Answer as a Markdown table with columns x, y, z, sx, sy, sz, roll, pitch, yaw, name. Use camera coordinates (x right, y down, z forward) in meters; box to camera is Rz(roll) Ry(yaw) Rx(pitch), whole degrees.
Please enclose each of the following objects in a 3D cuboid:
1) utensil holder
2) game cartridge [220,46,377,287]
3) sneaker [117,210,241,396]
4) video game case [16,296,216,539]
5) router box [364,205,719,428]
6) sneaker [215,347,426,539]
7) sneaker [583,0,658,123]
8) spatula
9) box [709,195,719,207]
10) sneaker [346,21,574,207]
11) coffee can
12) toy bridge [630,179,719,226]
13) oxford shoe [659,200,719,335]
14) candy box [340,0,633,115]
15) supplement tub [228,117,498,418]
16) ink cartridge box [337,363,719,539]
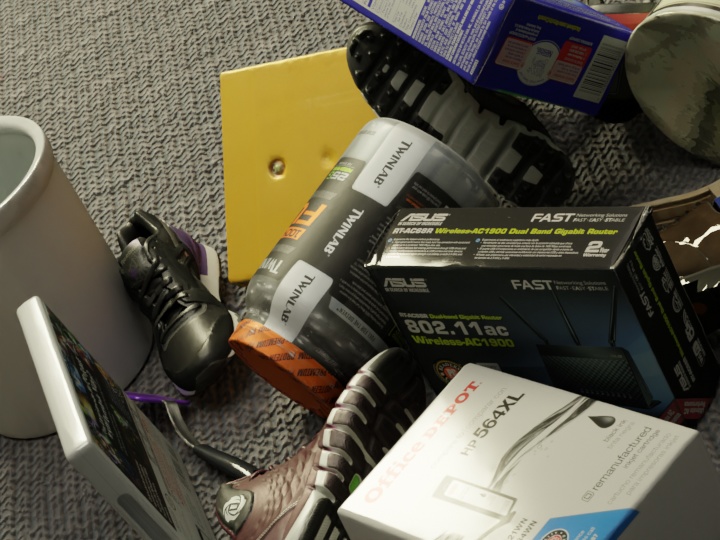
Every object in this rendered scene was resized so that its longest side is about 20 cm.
| x | y | z | sx | sy | sz | roll | pitch | yaw | name |
| --- | --- | --- | --- | --- | --- | --- | --- | --- | --- |
| -0.277 | 0.009 | 1.766 | 0.169 | 0.200 | 0.170 | -19 | 34 | 13 | utensil holder |
| -0.018 | -0.086 | 1.766 | 0.199 | 0.032 | 0.177 | -8 | 80 | 27 | game cartridge |
| -0.153 | 0.023 | 1.744 | 0.076 | 0.087 | 0.200 | -45 | 29 | 11 | sneaker |
| -0.160 | 0.127 | 1.533 | 0.023 | 0.182 | 0.200 | -36 | 33 | 3 | video game case |
| 0.121 | 0.032 | 1.485 | 0.199 | 0.150 | 0.062 | 0 | 43 | 37 | router box |
| -0.039 | 0.131 | 1.541 | 0.115 | 0.076 | 0.200 | -4 | 41 | 37 | sneaker |
| 0.189 | -0.164 | 1.758 | 0.071 | 0.098 | 0.200 | -2 | 4 | -4 | sneaker |
| -0.124 | 0.120 | 1.655 | 0.200 | 0.056 | 0.021 | 31 | 107 | 46 | spatula |
| 0.329 | -0.050 | 1.538 | 0.200 | 0.048 | 0.122 | -37 | 33 | -14 | box |
| 0.074 | -0.117 | 1.682 | 0.067 | 0.200 | 0.091 | -54 | 3 | 14 | sneaker |
| 0.305 | -0.193 | 1.658 | 0.146 | 0.147 | 0.200 | 7 | 47 | 42 | coffee can |
| 0.185 | -0.015 | 1.613 | 0.200 | 0.027 | 0.067 | -29 | 32 | -1 | toy bridge |
| 0.218 | -0.001 | 1.507 | 0.199 | 0.073 | 0.085 | -7 | 53 | 41 | oxford shoe |
| 0.072 | -0.197 | 1.637 | 0.200 | 0.169 | 0.077 | 37 | 107 | 33 | candy box |
| 0.000 | 0.000 | 1.624 | 0.122 | 0.123 | 0.200 | 20 | 69 | 49 | supplement tub |
| 0.106 | 0.152 | 1.393 | 0.200 | 0.084 | 0.146 | 14 | 52 | 46 | ink cartridge box |
